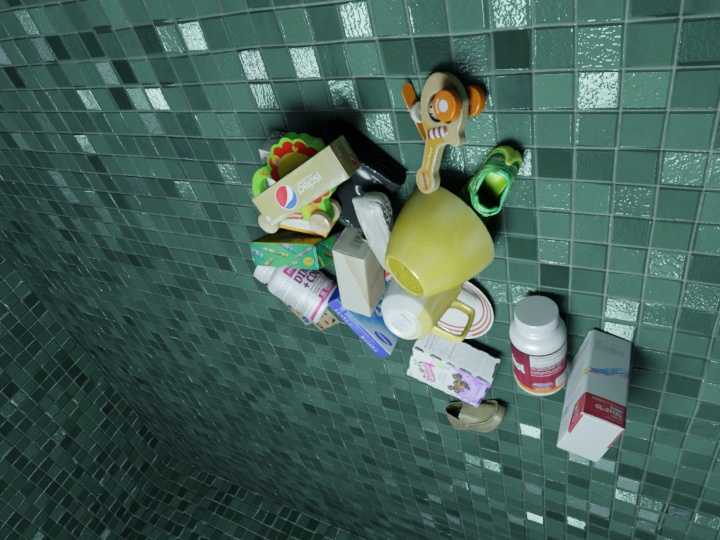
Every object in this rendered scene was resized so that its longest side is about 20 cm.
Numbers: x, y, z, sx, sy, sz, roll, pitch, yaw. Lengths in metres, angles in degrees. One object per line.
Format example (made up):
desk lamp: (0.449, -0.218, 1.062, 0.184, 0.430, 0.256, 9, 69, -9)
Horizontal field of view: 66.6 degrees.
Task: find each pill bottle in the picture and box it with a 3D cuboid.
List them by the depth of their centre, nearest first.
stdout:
pill bottle: (0.365, 0.153, 1.123, 0.111, 0.114, 0.202, 8, 135, 29)
pill bottle: (-0.160, 0.030, 1.370, 0.198, 0.114, 0.114, 33, 143, -1)

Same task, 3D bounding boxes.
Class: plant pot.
plant pot: (0.126, -0.036, 1.012, 0.200, 0.142, 0.201, 42, 162, 16)

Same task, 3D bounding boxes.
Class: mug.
mug: (0.131, 0.060, 1.123, 0.183, 0.154, 0.151, 7, 132, 31)

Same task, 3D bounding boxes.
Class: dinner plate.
dinner plate: (0.204, 0.076, 1.230, 0.197, 0.024, 0.202, 20, 141, 17)

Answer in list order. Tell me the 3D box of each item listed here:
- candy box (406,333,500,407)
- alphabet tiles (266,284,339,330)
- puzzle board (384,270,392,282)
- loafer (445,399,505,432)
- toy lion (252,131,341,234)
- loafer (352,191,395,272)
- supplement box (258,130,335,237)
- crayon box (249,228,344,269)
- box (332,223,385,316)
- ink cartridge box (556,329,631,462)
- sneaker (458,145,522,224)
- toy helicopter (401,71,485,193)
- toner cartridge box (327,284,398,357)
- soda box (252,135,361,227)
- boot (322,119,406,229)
candy box: (0.220, 0.234, 1.332, 0.197, 0.072, 0.169, 24, 150, 13)
alphabet tiles: (-0.150, 0.087, 1.512, 0.200, 0.008, 0.166, 46, 140, -16)
puzzle board: (0.023, -0.035, 1.247, 0.150, 0.018, 0.199, 42, 141, -10)
loafer: (0.297, 0.381, 1.448, 0.067, 0.077, 0.199, 38, 143, -18)
toy lion: (-0.128, -0.169, 1.061, 0.196, 0.069, 0.195, 3, 127, 27)
loafer: (0.036, -0.073, 1.077, 0.068, 0.071, 0.202, 6, 138, 24)
supplement box: (-0.124, -0.179, 1.149, 0.124, 0.074, 0.202, 13, 138, 19)
crayon box: (-0.140, -0.053, 1.248, 0.197, 0.118, 0.059, 4, 113, 35)
box: (0.000, 0.000, 1.201, 0.076, 0.096, 0.202, 17, 146, 19)
ink cartridge box: (0.462, 0.243, 1.080, 0.081, 0.202, 0.147, 18, 141, 13)
sneaker: (0.210, -0.127, 0.957, 0.073, 0.084, 0.201, 28, 143, 6)
toy helicopter: (0.119, -0.227, 0.913, 0.132, 0.078, 0.203, 38, 134, 36)
toner cartridge box: (0.015, 0.110, 1.345, 0.200, 0.096, 0.043, 46, 140, -17)
soda box: (-0.097, -0.157, 0.977, 0.198, 0.068, 0.065, -28, 105, 32)
boot: (-0.018, -0.179, 1.077, 0.197, 0.074, 0.162, 35, 142, -9)
